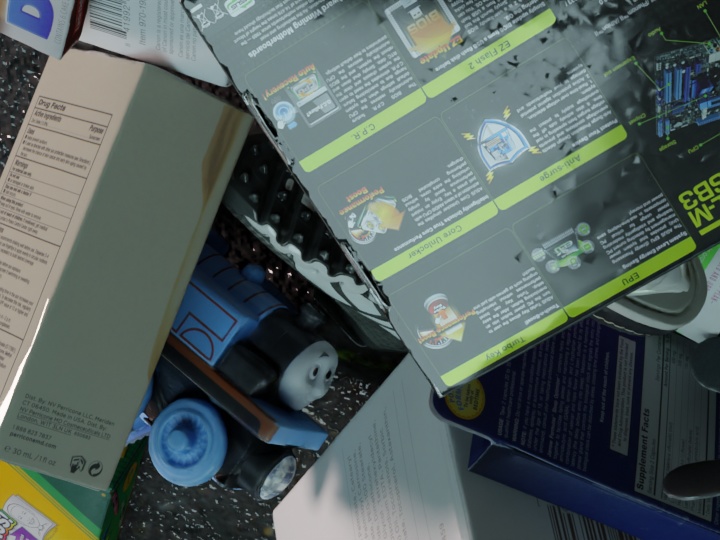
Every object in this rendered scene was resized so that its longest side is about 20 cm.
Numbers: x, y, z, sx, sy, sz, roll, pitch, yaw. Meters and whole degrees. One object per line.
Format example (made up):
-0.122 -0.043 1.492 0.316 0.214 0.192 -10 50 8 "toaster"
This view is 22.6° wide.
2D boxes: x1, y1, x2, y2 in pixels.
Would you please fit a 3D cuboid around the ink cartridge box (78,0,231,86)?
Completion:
-0.134 -0.191 0.848 0.200 0.083 0.145 19 134 12 "ink cartridge box"

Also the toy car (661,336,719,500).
0.239 0.057 0.815 0.200 0.164 0.158 -4 126 26 "toy car"

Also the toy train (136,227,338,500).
-0.098 0.034 0.968 0.200 0.087 0.114 37 98 24 "toy train"

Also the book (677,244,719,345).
0.109 -0.054 0.874 0.200 0.048 0.134 28 136 4 "book"

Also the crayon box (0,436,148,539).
-0.224 0.161 1.219 0.119 0.058 0.200 25 135 4 "crayon box"

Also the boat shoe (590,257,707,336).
0.068 -0.029 0.842 0.200 0.074 0.060 33 140 4 "boat shoe"

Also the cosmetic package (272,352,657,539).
0.074 0.160 0.952 0.167 0.167 0.200 8 143 -27 "cosmetic package"

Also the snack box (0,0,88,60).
-0.140 -0.187 0.778 0.072 0.024 0.200 25 133 4 "snack box"

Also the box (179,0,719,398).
0.064 -0.079 0.693 0.200 0.048 0.193 -31 103 15 "box"

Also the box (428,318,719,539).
0.124 0.068 0.890 0.200 0.121 0.032 24 137 -12 "box"

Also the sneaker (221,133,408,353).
0.000 0.000 0.945 0.200 0.067 0.090 28 149 -18 "sneaker"

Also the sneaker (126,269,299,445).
-0.114 0.050 1.070 0.200 0.066 0.078 -22 104 38 "sneaker"

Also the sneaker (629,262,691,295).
0.129 -0.050 0.776 0.200 0.074 0.116 -26 84 2 "sneaker"

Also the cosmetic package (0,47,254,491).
-0.139 -0.004 0.891 0.071 0.200 0.105 24 178 -37 "cosmetic package"
